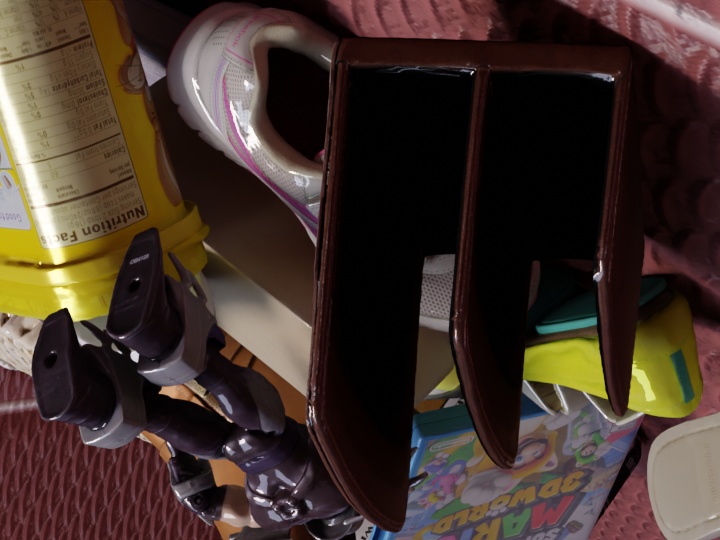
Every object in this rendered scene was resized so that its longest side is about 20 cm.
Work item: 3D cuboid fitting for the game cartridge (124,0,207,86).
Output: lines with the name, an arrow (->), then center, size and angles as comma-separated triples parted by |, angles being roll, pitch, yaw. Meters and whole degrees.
game cartridge -> -0.081, -0.103, 1.015 | 0.200, 0.038, 0.130 | 29, 164, 40

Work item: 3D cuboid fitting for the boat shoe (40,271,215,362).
boat shoe -> -0.122, 0.026, 0.986 | 0.200, 0.070, 0.066 | 14, 146, 54

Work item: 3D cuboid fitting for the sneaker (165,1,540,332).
sneaker -> 0.002, -0.041, 0.853 | 0.200, 0.082, 0.088 | 38, 173, -12

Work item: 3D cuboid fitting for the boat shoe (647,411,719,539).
boat shoe -> 0.194, 0.084, 0.836 | 0.059, 0.072, 0.200 | -3, 169, -19

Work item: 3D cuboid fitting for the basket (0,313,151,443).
basket -> -0.167, -0.019, 1.240 | 0.160, 0.199, 0.200 | 30, 169, 25

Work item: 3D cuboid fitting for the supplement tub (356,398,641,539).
supplement tub -> 0.073, 0.155, 1.199 | 0.122, 0.200, 0.123 | 36, 171, 7

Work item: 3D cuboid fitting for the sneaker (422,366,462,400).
sneaker -> 0.000, 0.000, 1.044 | 0.078, 0.091, 0.200 | -3, -150, -47

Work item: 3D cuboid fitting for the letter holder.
letter holder -> 0.048, 0.021, 0.709 | 0.100, 0.143, 0.200 | 3, 163, 11

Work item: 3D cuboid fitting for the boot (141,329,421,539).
boot -> -0.068, 0.126, 1.073 | 0.154, 0.201, 0.074 | 30, 177, 19

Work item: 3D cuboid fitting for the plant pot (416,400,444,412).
plant pot -> 0.007, 0.127, 1.438 | 0.142, 0.199, 0.200 | 63, 168, -3

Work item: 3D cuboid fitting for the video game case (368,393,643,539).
video game case -> 0.071, 0.136, 1.052 | 0.018, 0.142, 0.201 | 60, 148, 36

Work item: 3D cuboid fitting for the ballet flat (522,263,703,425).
ballet flat -> 0.100, 0.039, 0.913 | 0.067, 0.067, 0.200 | 61, 163, -12

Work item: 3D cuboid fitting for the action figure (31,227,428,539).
action figure -> -0.053, 0.069, 0.877 | 0.200, 0.130, 0.070 | 41, -152, -40

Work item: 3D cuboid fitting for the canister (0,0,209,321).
canister -> -0.157, -0.088, 0.895 | 0.148, 0.086, 0.201 | 8, 118, 52

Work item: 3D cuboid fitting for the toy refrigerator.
toy refrigerator -> -0.045, -0.009, 0.969 | 0.200, 0.070, 0.076 | 37, 155, 25
